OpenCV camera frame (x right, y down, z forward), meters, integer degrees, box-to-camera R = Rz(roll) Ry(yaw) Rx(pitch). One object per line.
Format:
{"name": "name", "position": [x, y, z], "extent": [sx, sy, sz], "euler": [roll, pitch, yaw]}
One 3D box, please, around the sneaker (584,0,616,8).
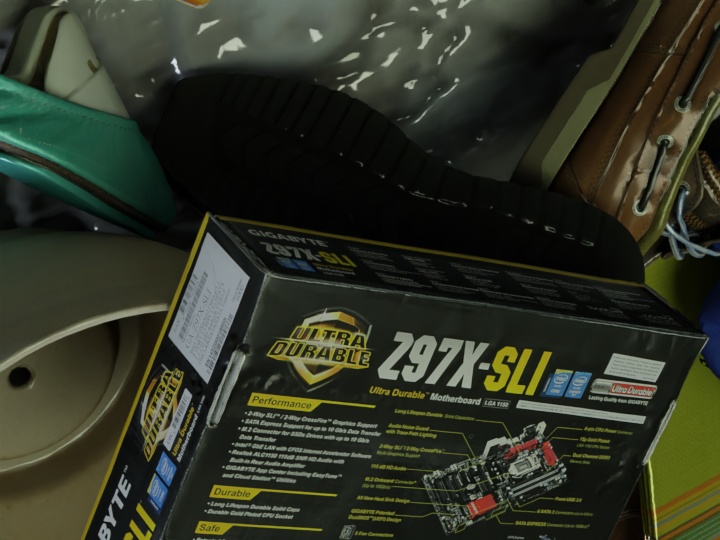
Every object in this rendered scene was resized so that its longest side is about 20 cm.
{"name": "sneaker", "position": [0.119, -0.201, 0.744], "extent": [0.115, 0.076, 0.201], "euler": [-19, 126, -16]}

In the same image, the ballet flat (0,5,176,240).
{"name": "ballet flat", "position": [-0.134, -0.069, 0.696], "extent": [0.200, 0.067, 0.071], "euler": [21, 90, -41]}

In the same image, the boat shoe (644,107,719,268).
{"name": "boat shoe", "position": [0.136, -0.044, 0.862], "extent": [0.072, 0.072, 0.200], "euler": [30, 103, -41]}

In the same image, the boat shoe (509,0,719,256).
{"name": "boat shoe", "position": [0.143, -0.098, 0.803], "extent": [0.200, 0.068, 0.072], "euler": [-57, 172, 14]}

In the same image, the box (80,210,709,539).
{"name": "box", "position": [0.011, 0.071, 0.707], "extent": [0.200, 0.049, 0.160], "euler": [8, 112, -35]}

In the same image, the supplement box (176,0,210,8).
{"name": "supplement box", "position": [-0.032, -0.192, 0.669], "extent": [0.069, 0.067, 0.200], "euler": [30, 103, -43]}

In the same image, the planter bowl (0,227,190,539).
{"name": "planter bowl", "position": [-0.114, 0.066, 0.747], "extent": [0.200, 0.135, 0.201], "euler": [-17, 127, -23]}

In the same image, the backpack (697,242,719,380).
{"name": "backpack", "position": [0.261, 0.016, 0.923], "extent": [0.168, 0.163, 0.200], "euler": [-52, 141, 11]}

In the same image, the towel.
{"name": "towel", "position": [0.166, 0.076, 0.964], "extent": [0.086, 0.018, 0.200], "euler": [-23, 115, -33]}

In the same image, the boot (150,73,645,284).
{"name": "boot", "position": [0.000, 0.000, 0.817], "extent": [0.200, 0.138, 0.078], "euler": [25, 67, -5]}

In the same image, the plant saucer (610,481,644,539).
{"name": "plant saucer", "position": [0.126, 0.137, 1.009], "extent": [0.200, 0.032, 0.201], "euler": [-15, 126, -21]}
